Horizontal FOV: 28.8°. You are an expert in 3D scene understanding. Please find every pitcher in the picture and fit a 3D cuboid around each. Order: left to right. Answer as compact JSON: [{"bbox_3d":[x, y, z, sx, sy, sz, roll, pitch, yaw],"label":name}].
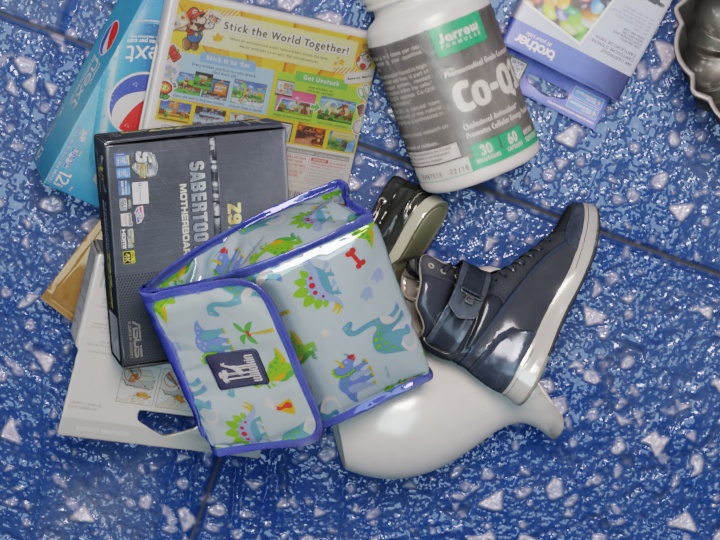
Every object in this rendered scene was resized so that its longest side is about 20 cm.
[{"bbox_3d":[0.067,0.095,1.285,0.200,0.121,0.172,-13,82,-6],"label":"pitcher"}]

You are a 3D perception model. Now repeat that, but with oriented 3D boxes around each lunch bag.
[{"bbox_3d":[-0.063,0.046,1.166,0.200,0.127,0.170,-23,115,-6],"label":"lunch bag"}]

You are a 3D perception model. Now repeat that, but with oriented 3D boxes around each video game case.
[{"bbox_3d":[-0.092,-0.138,1.234,0.200,0.023,0.182,8,104,-25],"label":"video game case"}]

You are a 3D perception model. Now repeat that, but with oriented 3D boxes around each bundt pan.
[{"bbox_3d":[0.365,-0.190,1.197,0.202,0.076,0.202,-2,74,8],"label":"bundt pan"}]

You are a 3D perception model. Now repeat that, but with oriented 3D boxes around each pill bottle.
[{"bbox_3d":[0.072,-0.177,1.214,0.113,0.113,0.200,-21,102,6],"label":"pill bottle"}]

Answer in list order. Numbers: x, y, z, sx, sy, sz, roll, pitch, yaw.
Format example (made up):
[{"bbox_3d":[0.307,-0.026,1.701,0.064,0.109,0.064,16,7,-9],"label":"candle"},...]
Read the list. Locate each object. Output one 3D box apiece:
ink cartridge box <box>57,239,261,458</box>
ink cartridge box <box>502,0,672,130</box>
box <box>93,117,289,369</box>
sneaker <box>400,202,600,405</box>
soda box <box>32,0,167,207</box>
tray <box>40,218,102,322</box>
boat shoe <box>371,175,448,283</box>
[{"bbox_3d":[-0.165,0.074,1.280,0.200,0.044,0.174,10,106,-23],"label":"ink cartridge box"},{"bbox_3d":[0.205,-0.235,1.237,0.119,0.042,0.200,26,104,-4],"label":"ink cartridge box"},{"bbox_3d":[-0.140,-0.025,1.204,0.157,0.051,0.200,-7,107,-22],"label":"box"},{"bbox_3d":[0.120,-0.002,1.241,0.146,0.077,0.202,28,66,1],"label":"sneaker"},{"bbox_3d":[-0.212,-0.160,1.238,0.064,0.068,0.200,24,104,-30],"label":"soda box"},{"bbox_3d":[-0.196,-0.025,1.294,0.099,0.037,0.200,37,102,-7],"label":"tray"},{"bbox_3d":[-0.001,0.000,1.282,0.066,0.074,0.199,41,112,21],"label":"boat shoe"}]
